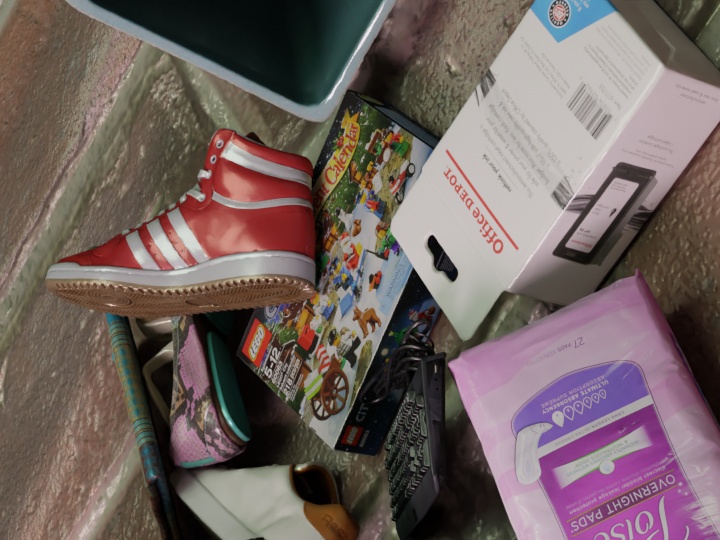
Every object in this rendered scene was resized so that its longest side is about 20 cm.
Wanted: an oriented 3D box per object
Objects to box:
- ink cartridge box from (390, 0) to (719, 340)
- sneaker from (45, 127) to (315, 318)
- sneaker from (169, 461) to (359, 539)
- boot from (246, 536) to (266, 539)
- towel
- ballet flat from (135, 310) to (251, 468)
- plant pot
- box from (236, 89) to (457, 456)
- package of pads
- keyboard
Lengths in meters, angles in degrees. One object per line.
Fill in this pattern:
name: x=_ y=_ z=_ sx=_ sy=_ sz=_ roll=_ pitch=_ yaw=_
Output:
ink cartridge box: x=0.112 y=-0.062 z=1.114 sx=0.200 sy=0.068 sz=0.116 roll=-55 pitch=43 yaw=24
sneaker: x=-0.118 y=-0.032 z=1.296 sx=0.199 sy=0.071 sz=0.113 roll=-4 pitch=71 yaw=23
sneaker: x=-0.059 y=0.160 z=1.283 sx=0.085 sy=0.073 sz=0.200 roll=-42 pitch=28 yaw=-13
boot: x=0.033 y=0.188 z=1.066 sx=0.211 sy=0.157 sz=0.080 roll=-20 pitch=61 yaw=48
towel: x=-0.160 y=0.099 z=1.374 sx=0.147 sy=0.022 sz=0.201 roll=84 pitch=170 yaw=-55
ballet flat: x=-0.121 y=0.050 z=1.345 sx=0.071 sy=0.069 sz=0.201 roll=-20 pitch=51 yaw=14
plant pot: x=-0.070 y=-0.258 z=1.301 sx=0.196 sy=0.196 sz=0.200 roll=-58 pitch=20 yaw=23
box: x=0.000 y=0.000 z=1.259 sx=0.136 sy=0.038 sz=0.201 roll=38 pitch=110 yaw=49
package of pads: x=0.133 y=0.109 z=1.002 sx=0.120 sy=0.076 sz=0.201 roll=-27 pitch=55 yaw=9
keyboard: x=0.020 y=0.095 z=1.124 sx=0.200 sy=0.039 sz=0.105 roll=108 pitch=163 yaw=-72
